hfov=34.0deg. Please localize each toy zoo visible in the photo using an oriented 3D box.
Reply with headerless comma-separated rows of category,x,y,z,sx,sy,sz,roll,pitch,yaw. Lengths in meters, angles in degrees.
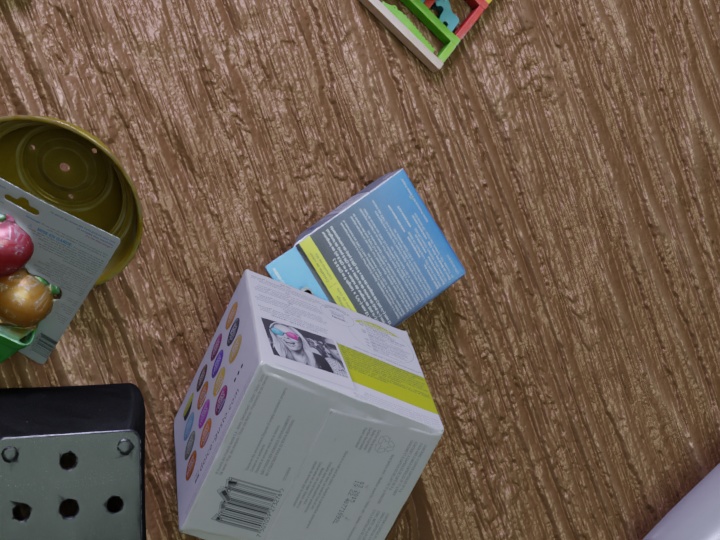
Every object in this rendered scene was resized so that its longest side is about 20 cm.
toy zoo,0.101,-0.355,1.407,0.131,0.020,0.201,42,74,-15

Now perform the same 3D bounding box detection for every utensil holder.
utensil holder,0.466,0.330,1.451,0.199,0.170,0.171,-36,101,-16

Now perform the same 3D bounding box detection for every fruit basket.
fruit basket,-0.350,-0.011,1.130,0.184,0.094,0.201,26,122,-18

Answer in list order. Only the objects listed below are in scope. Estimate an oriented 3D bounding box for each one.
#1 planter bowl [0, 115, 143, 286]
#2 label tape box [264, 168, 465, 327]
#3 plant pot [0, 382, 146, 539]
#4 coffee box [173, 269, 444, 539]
planter bowl,-0.306,-0.085,1.178,0.199,0.201,0.084,32,32,-17
label tape box,0.000,0.000,1.330,0.199,0.066,0.144,-35,100,-16
plant pot,-0.293,0.218,1.143,0.198,0.177,0.202,0,88,-23
coffee box,-0.061,0.155,1.193,0.198,0.198,0.201,21,111,-19
